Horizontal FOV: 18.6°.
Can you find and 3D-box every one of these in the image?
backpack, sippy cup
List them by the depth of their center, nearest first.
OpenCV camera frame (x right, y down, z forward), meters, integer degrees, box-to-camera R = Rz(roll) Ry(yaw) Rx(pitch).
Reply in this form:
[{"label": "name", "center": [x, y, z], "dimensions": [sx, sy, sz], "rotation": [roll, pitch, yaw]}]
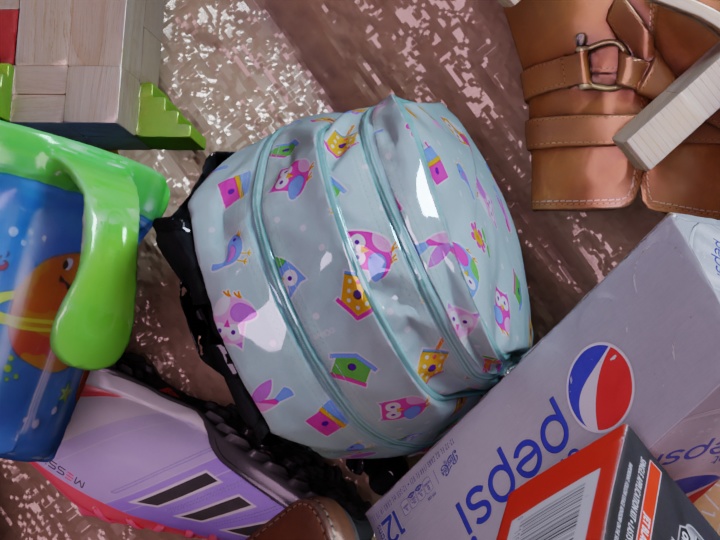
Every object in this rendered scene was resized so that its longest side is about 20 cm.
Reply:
[{"label": "backpack", "center": [0.000, 0.000, 0.890], "dimensions": [0.126, 0.200, 0.168], "rotation": [-30, 84, 12]}, {"label": "sippy cup", "center": [-0.160, 0.008, 0.921], "dimensions": [0.138, 0.178, 0.132], "rotation": [14, 86, -3]}]

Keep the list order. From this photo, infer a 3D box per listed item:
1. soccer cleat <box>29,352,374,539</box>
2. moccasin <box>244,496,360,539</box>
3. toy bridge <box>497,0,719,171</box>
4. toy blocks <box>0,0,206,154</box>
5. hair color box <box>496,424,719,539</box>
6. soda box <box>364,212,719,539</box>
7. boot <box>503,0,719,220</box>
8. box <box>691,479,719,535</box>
[{"label": "soccer cleat", "center": [-0.087, 0.089, 0.982], "dimensions": [0.199, 0.068, 0.074], "rotation": [26, 97, 16]}, {"label": "moccasin", "center": [-0.080, 0.162, 0.901], "dimensions": [0.201, 0.078, 0.074], "rotation": [-38, 47, 22]}, {"label": "toy bridge", "center": [0.132, -0.069, 0.888], "dimensions": [0.067, 0.027, 0.200], "rotation": [-40, 100, -1]}, {"label": "toy blocks", "center": [-0.166, -0.127, 0.992], "dimensions": [0.198, 0.100, 0.138], "rotation": [1, 80, 14]}, {"label": "hair color box", "center": [0.127, 0.164, 0.778], "dimensions": [0.061, 0.102, 0.200], "rotation": [-33, 105, 26]}, {"label": "soda box", "center": [0.091, 0.068, 0.850], "dimensions": [0.200, 0.063, 0.069], "rotation": [-48, 53, 33]}, {"label": "boot", "center": [0.083, -0.103, 0.939], "dimensions": [0.198, 0.077, 0.157], "rotation": [8, 93, 3]}, {"label": "box", "center": [0.217, 0.143, 0.890], "dimensions": [0.198, 0.106, 0.154], "rotation": [19, 95, 12]}]
